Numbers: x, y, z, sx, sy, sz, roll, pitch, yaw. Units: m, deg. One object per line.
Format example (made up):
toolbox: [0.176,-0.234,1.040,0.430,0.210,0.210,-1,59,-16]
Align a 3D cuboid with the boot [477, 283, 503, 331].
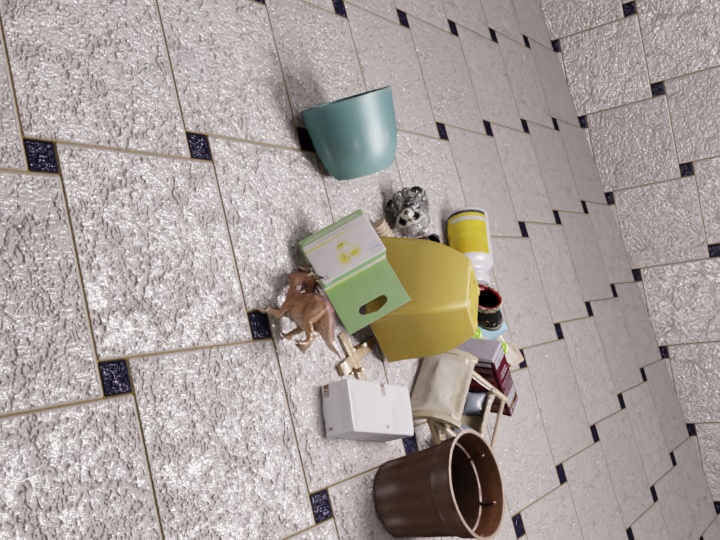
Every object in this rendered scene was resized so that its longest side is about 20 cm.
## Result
boot: [0.236,0.060,1.854,0.074,0.201,0.154,-61,165,-15]

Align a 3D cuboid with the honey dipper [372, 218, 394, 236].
honey dipper: [0.091,-0.033,1.865,0.201,0.038,0.038,53,37,-26]

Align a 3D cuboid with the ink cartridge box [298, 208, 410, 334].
ink cartridge box: [-0.011,0.000,1.562,0.201,0.144,0.048,58,-11,20]

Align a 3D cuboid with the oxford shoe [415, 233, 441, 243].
oxford shoe: [0.167,-0.052,1.932,0.072,0.072,0.200,67,20,2]

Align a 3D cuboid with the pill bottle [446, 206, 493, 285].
pill bottle: [0.282,-0.053,2.081,0.111,0.111,0.203,27,53,-46]

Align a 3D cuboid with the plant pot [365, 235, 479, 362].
plant pot: [0.139,0.056,1.665,0.195,0.197,0.198,64,28,-51]

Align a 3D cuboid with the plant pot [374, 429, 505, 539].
plant pot: [0.146,0.425,1.560,0.199,0.196,0.203,29,51,-43]

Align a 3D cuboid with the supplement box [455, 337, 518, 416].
supplement box: [0.291,0.247,1.887,0.061,0.107,0.202,-56,138,-37]

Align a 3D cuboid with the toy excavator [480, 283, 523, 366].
toy excavator: [0.332,0.149,2.019,0.202,0.099,0.194,61,11,11]

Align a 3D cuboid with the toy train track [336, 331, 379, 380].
toy train track: [0.015,0.161,1.657,0.200,0.032,0.116,-34,102,-57]

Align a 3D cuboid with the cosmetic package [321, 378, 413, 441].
cosmetic package: [0.016,0.272,1.567,0.199,0.073,0.103,17,59,-52]

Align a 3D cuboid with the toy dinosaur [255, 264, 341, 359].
toy dinosaur: [-0.090,0.066,1.455,0.136,0.199,0.086,-48,149,-12]

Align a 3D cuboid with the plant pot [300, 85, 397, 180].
plant pot: [-0.012,-0.284,1.717,0.200,0.198,0.163,-35,113,-56]

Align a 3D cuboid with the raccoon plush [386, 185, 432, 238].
raccoon plush: [0.145,-0.109,1.905,0.199,0.096,0.136,23,44,-48]

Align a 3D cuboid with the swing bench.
swing bench: [0.210,0.302,1.779,0.201,0.128,0.200,53,39,-25]

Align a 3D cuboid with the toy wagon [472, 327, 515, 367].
toy wagon: [0.275,0.173,1.941,0.040,0.198,0.155,-59,171,-12]
